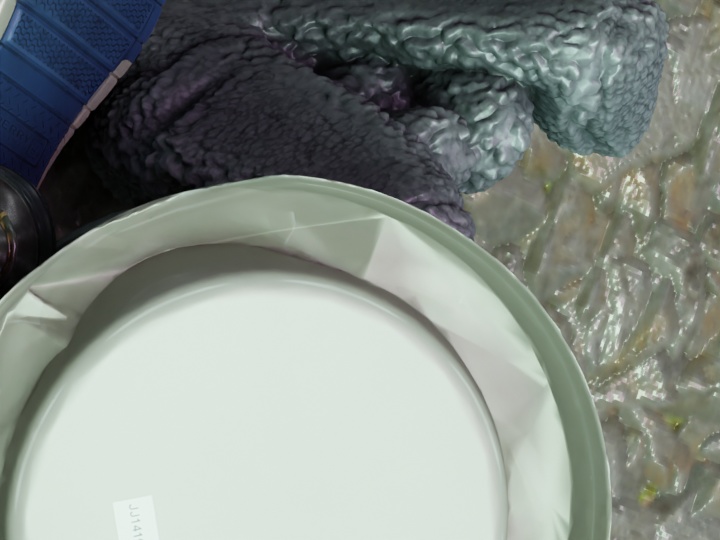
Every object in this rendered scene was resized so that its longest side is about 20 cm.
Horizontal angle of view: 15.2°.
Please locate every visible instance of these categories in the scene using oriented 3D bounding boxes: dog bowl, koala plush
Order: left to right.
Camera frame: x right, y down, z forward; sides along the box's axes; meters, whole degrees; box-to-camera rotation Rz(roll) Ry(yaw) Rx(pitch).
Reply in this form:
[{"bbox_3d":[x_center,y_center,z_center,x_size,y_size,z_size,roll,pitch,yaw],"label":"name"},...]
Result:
[{"bbox_3d":[-0.031,0.068,0.774,0.199,0.059,0.201,-2,99,-11],"label":"dog bowl"},{"bbox_3d":[0.000,0.000,0.943,0.177,0.183,0.201,-45,140,-36],"label":"koala plush"}]

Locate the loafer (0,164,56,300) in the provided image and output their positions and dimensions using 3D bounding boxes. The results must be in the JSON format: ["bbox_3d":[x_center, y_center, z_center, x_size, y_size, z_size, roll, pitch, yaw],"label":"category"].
[{"bbox_3d":[-0.192,-0.012,0.784,0.199,0.072,0.073,-3,87,2],"label":"loafer"}]

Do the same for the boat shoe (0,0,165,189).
[{"bbox_3d":[-0.128,-0.069,0.866,0.201,0.072,0.072,-61,146,-12],"label":"boat shoe"}]

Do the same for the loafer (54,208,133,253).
[{"bbox_3d":[-0.113,0.055,0.865,0.072,0.063,0.200,38,103,-6],"label":"loafer"}]
